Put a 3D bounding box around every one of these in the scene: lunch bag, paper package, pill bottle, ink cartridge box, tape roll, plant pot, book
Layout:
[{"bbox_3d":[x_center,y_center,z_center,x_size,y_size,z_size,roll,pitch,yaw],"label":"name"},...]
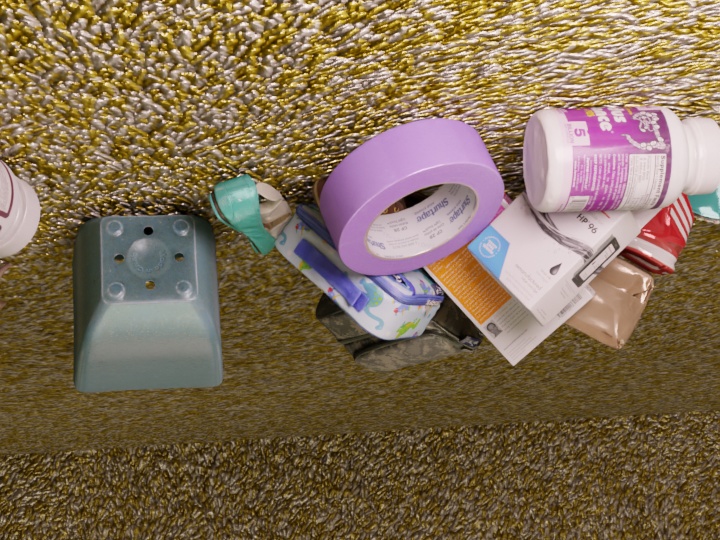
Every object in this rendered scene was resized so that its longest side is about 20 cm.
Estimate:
[{"bbox_3d":[0.063,0.059,1.817,0.199,0.140,0.168,-19,124,40],"label":"lunch bag"},{"bbox_3d":[0.277,0.012,1.673,0.190,0.104,0.200,28,-173,11],"label":"paper package"},{"bbox_3d":[0.284,-0.121,1.397,0.198,0.113,0.112,-3,165,-9],"label":"pill bottle"},{"bbox_3d":[0.236,-0.050,1.484,0.200,0.116,0.068,-45,149,1],"label":"ink cartridge box"},{"bbox_3d":[0.057,-0.079,1.441,0.198,0.066,0.201,-18,150,-11],"label":"tape roll"},{"bbox_3d":[0.000,0.000,1.586,0.083,0.200,0.160,-56,157,15],"label":"lunch bag"},{"bbox_3d":[-0.268,0.025,1.639,0.194,0.198,0.200,-1,156,-11],"label":"plant pot"},{"bbox_3d":[-0.423,-0.081,1.337,0.109,0.111,0.200,-9,164,16],"label":"pill bottle"},{"bbox_3d":[0.169,-0.003,1.573,0.134,0.200,0.048,-42,177,20],"label":"book"}]

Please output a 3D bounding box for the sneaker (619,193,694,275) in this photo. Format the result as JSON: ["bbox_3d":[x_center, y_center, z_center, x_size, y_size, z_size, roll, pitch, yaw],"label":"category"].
[{"bbox_3d":[0.326,-0.089,1.623,0.199,0.116,0.078,31,169,-7],"label":"sneaker"}]

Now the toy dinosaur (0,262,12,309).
[{"bbox_3d":[-0.576,0.038,1.798,0.136,0.086,0.200,44,122,-14],"label":"toy dinosaur"}]

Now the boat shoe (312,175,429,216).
[{"bbox_3d":[0.018,-0.084,1.547,0.067,0.073,0.199,-26,159,30],"label":"boat shoe"}]

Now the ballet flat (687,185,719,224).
[{"bbox_3d":[0.506,-0.096,1.634,0.198,0.076,0.064,-7,172,19],"label":"ballet flat"}]

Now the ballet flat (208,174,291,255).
[{"bbox_3d":[-0.121,-0.067,1.570,0.070,0.068,0.200,-21,165,6],"label":"ballet flat"}]
